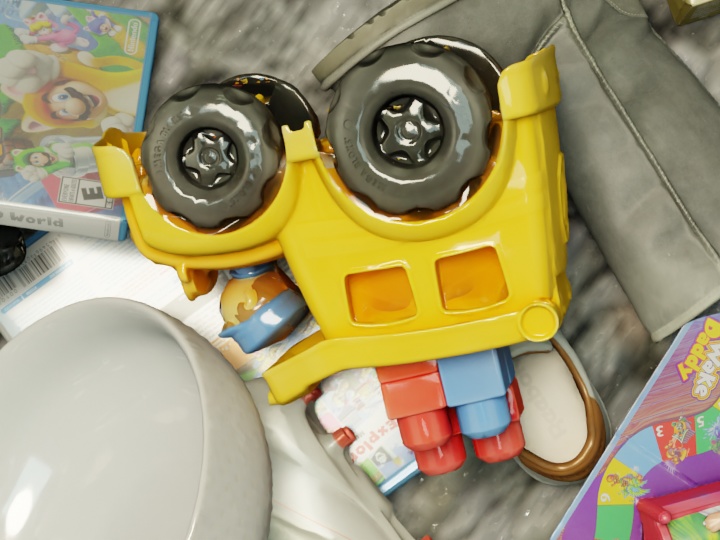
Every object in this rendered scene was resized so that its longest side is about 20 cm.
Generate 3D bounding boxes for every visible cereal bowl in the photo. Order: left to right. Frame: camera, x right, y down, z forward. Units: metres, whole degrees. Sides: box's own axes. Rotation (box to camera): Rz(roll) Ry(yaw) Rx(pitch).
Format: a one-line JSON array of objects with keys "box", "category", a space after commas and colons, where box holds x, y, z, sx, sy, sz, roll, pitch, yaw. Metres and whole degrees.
[{"box": [-0.110, 0.117, 1.073, 0.083, 0.200, 0.201, 28, 88, -40], "category": "cereal bowl"}]

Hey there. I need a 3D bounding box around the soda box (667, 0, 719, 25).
[{"box": [0.237, -0.182, 1.162, 0.199, 0.064, 0.068, -18, 87, 0], "category": "soda box"}]

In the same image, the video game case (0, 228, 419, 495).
[{"box": [-0.074, 0.046, 1.175, 0.143, 0.018, 0.200, -35, 87, -1], "category": "video game case"}]

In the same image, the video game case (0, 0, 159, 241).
[{"box": [-0.200, -0.083, 1.137, 0.199, 0.018, 0.144, 8, 47, -5], "category": "video game case"}]

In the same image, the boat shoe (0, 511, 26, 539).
[{"box": [-0.183, 0.143, 1.168, 0.200, 0.062, 0.073, 46, 56, -2], "category": "boat shoe"}]

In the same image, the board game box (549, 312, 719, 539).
[{"box": [0.185, 0.118, 1.134, 0.158, 0.039, 0.200, 34, 87, -18], "category": "board game box"}]

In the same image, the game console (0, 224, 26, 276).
[{"box": [-0.280, -0.042, 1.112, 0.199, 0.176, 0.117, -21, 115, -24], "category": "game console"}]

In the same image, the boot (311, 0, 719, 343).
[{"box": [0.097, -0.056, 1.158, 0.181, 0.073, 0.201, -27, 93, -6], "category": "boot"}]

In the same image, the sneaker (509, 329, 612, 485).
[{"box": [0.054, 0.013, 1.148, 0.073, 0.085, 0.200, -38, 86, 1], "category": "sneaker"}]

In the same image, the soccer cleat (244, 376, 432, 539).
[{"box": [-0.005, 0.139, 1.124, 0.077, 0.069, 0.200, -38, 81, 4], "category": "soccer cleat"}]

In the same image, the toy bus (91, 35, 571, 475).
[{"box": [0.000, 0.000, 1.068, 0.199, 0.136, 0.193, -9, 97, 9], "category": "toy bus"}]
